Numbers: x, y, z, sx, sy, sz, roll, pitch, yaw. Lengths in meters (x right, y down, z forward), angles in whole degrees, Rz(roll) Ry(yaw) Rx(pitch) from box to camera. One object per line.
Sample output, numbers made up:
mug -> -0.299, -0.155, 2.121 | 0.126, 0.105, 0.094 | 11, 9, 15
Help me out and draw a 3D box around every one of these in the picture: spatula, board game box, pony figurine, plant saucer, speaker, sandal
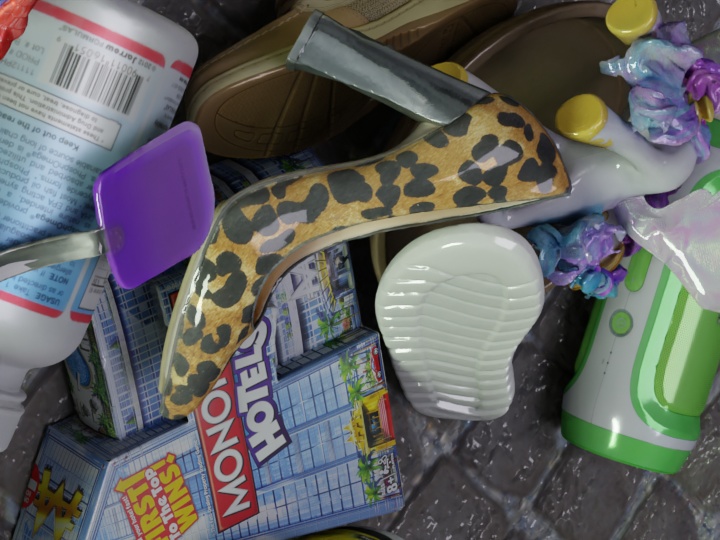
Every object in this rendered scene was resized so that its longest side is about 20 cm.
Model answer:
spatula -> -0.141, -0.001, 0.814 | 0.199, 0.021, 0.057 | -25, 118, -25
board game box -> -0.084, 0.063, 0.993 | 0.199, 0.062, 0.201 | -25, 118, -31
pony figurine -> 0.142, -0.057, 1.010 | 0.200, 0.192, 0.168 | 44, 32, -56
plant saucer -> 0.081, -0.058, 1.071 | 0.199, 0.029, 0.201 | -27, 139, -26
speaker -> 0.180, 0.011, 1.171 | 0.088, 0.088, 0.202 | 13, 95, -40
sandal -> 0.048, 0.018, 1.034 | 0.203, 0.082, 0.050 | 96, -1, -61

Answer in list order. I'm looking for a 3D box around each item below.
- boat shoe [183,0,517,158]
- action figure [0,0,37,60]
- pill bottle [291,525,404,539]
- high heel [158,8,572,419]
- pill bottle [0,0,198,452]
boat shoe -> -0.013, -0.114, 0.995 | 0.199, 0.065, 0.071 | -24, 153, -35
action figure -> -0.124, -0.154, 0.792 | 0.200, 0.065, 0.099 | -46, 161, -22
pill bottle -> -0.044, 0.194, 0.995 | 0.200, 0.112, 0.113 | -5, 108, -59
high heel -> 0.000, 0.000, 0.913 | 0.142, 0.071, 0.201 | 26, 95, -1
pill bottle -> -0.155, -0.029, 0.877 | 0.108, 0.108, 0.201 | 23, 90, -40
